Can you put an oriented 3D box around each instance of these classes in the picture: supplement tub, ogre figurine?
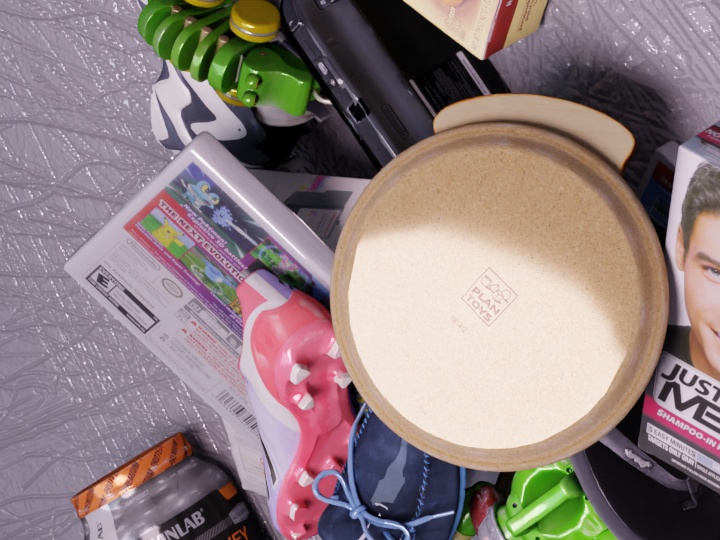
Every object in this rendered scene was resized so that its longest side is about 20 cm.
[{"bbox_3d":[-0.121,0.228,1.776,0.201,0.122,0.122,58,143,-1],"label":"supplement tub"},{"bbox_3d":[0.101,0.152,1.430,0.120,0.098,0.201,-40,59,31],"label":"ogre figurine"}]

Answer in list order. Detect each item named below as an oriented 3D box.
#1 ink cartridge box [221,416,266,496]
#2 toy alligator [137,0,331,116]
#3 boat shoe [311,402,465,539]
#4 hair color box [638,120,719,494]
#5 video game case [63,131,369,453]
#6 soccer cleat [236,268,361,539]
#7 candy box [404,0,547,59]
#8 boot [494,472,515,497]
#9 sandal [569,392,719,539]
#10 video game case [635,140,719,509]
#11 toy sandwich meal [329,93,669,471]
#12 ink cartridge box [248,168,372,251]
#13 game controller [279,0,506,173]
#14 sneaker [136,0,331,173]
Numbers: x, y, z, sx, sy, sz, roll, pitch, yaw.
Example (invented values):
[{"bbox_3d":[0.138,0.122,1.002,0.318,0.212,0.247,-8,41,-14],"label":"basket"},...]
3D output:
[{"bbox_3d":[-0.014,0.114,1.606,0.160,0.050,0.200,22,157,18],"label":"ink cartridge box"},{"bbox_3d":[-0.068,-0.120,1.418,0.200,0.054,0.060,35,133,22],"label":"toy alligator"},{"bbox_3d":[0.013,0.156,1.410,0.084,0.068,0.201,30,127,37],"label":"boat shoe"},{"bbox_3d":[0.211,0.026,1.284,0.099,0.061,0.201,30,133,33],"label":"hair color box"},{"bbox_3d":[-0.066,0.025,1.462,0.200,0.023,0.182,44,142,-8],"label":"video game case"},{"bbox_3d":[-0.038,0.083,1.442,0.077,0.066,0.201,49,156,34],"label":"soccer cleat"},{"bbox_3d":[0.026,-0.223,1.356,0.200,0.055,0.116,39,137,23],"label":"candy box"},{"bbox_3d":[0.123,0.188,1.539,0.096,0.075,0.201,15,118,10],"label":"boot"},{"bbox_3d":[0.147,0.083,1.382,0.201,0.076,0.043,57,139,3],"label":"sandal"},{"bbox_3d":[0.192,0.041,1.379,0.143,0.017,0.201,42,140,21],"label":"video game case"},{"bbox_3d":[0.077,0.006,1.308,0.204,0.070,0.207,1,94,15],"label":"toy sandwich meal"},{"bbox_3d":[0.000,0.000,1.493,0.199,0.068,0.117,8,151,46],"label":"ink cartridge box"},{"bbox_3d":[0.038,-0.094,1.389,0.042,0.104,0.201,-37,85,45],"label":"game controller"},{"bbox_3d":[-0.071,-0.142,1.506,0.129,0.079,0.200,24,127,31],"label":"sneaker"}]
